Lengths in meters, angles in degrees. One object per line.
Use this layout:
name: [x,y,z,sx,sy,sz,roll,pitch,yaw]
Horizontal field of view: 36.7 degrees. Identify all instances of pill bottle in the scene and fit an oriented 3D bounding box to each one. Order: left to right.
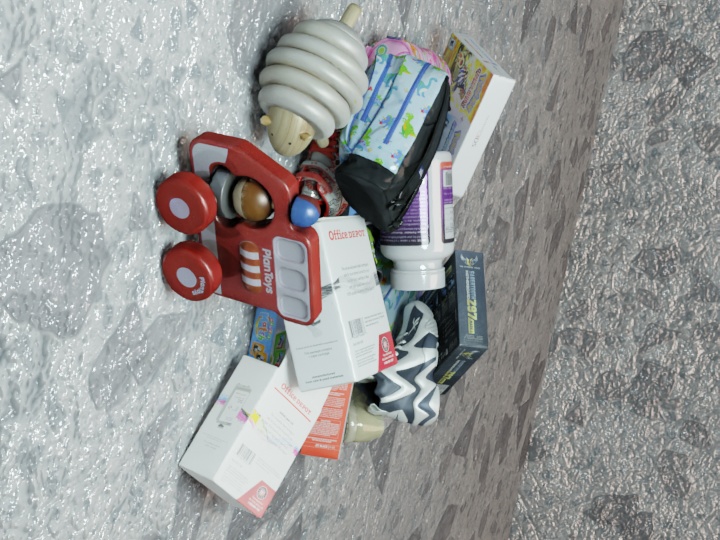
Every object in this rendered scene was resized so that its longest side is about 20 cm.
pill bottle: [0.083,-0.075,1.607,0.111,0.111,0.201,-15,104,-67]

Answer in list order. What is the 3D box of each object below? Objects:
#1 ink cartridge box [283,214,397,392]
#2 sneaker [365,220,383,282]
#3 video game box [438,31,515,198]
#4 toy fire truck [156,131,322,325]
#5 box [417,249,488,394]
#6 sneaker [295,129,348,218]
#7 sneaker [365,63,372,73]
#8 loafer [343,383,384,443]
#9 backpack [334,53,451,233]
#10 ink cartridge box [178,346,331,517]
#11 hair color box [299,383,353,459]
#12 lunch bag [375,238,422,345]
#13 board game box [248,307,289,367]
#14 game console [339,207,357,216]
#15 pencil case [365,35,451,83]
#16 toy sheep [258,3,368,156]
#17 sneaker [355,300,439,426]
ink cartridge box: [-0.035,0.038,1.367,0.144,0.083,0.201,-11,88,-67]
sneaker: [0.000,0.000,1.609,0.200,0.082,0.072,-55,152,-45]
video game box: [0.150,-0.243,1.681,0.201,0.047,0.182,-67,-151,24]
toy fire truck: [-0.116,-0.046,1.155,0.112,0.167,0.201,-49,147,-50]
box: [0.137,0.083,1.662,0.200,0.051,0.158,121,-28,-58]
sneaker: [-0.041,-0.156,1.424,0.108,0.067,0.202,-47,148,-57]
sneaker: [0.022,-0.197,1.496,0.077,0.075,0.201,-84,-179,-65]
loafer: [-0.004,0.220,1.677,0.200,0.068,0.076,-109,-148,-74]
backpack: [0.042,-0.174,1.358,0.200,0.153,0.163,-52,165,-10]
ink cartridge box: [-0.126,0.191,1.363,0.201,0.067,0.117,-59,139,-20]
hair color box: [-0.046,0.161,1.579,0.102,0.061,0.201,-120,-140,-77]
lunch bag: [0.038,0.042,1.733,0.200,0.082,0.161,-60,155,-33]
board game box: [-0.095,0.060,1.468,0.151,0.036,0.201,-12,114,-67]
game console: [0.003,-0.155,1.592,0.200,0.031,0.178,-40,139,-57]
pencil case: [0.068,-0.292,1.596,0.200,0.087,0.088,-9,112,-68]
toy sheep: [-0.051,-0.224,1.268,0.201,0.137,0.138,-67,158,-11]
sneaker: [0.046,0.133,1.628,0.080,0.129,0.200,127,-34,-64]
